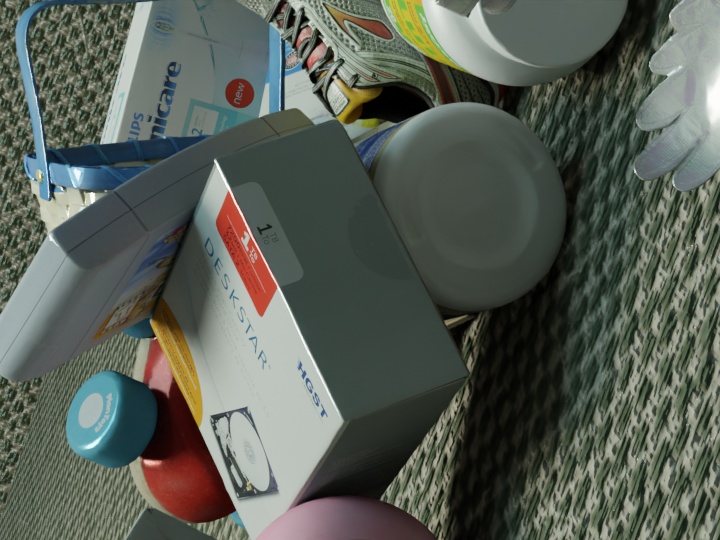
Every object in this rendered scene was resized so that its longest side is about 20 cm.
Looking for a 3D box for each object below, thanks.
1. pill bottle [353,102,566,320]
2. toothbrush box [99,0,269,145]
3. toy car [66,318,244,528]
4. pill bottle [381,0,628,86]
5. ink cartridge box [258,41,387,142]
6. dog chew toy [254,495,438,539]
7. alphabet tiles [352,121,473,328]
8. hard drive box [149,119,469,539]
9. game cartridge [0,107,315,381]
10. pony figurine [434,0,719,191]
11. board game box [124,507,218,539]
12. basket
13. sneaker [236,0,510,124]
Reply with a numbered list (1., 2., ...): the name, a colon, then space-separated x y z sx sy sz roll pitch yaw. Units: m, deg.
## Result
1. pill bottle: 0.024 -0.023 1.340 0.200 0.111 0.111 161 124 -67
2. toothbrush box: -0.077 -0.110 1.717 0.085 0.199 0.147 169 117 -76
3. toy car: -0.055 0.075 1.586 0.200 0.184 0.177 -11 60 43
4. pill bottle: 0.080 -0.160 1.310 0.200 0.111 0.111 -137 64 -76
5. ink cartridge box: -0.011 -0.071 1.586 0.116 0.067 0.201 -15 54 39
6. dog chew toy: -0.015 0.191 1.292 0.200 0.124 0.125 122 160 -73
7. alphabet tiles: 0.000 0.000 1.473 0.167 0.008 0.201 -24 51 32
8. hard drive box: -0.033 0.039 1.276 0.156 0.077 0.200 63 155 18
9. game cartridge: -0.108 -0.019 1.321 0.200 0.042 0.133 -31 -11 -42
10. pony figurine: 0.142 -0.159 1.022 0.193 0.166 0.200 -51 10 43
11. board game box: -0.109 0.263 1.504 0.200 0.147 0.064 -66 -4 37
12. basket: -0.120 -0.075 1.483 0.139 0.176 0.201 7 106 62
13. sneaker: -0.008 -0.138 1.428 0.082 0.200 0.078 -61 3 -23
